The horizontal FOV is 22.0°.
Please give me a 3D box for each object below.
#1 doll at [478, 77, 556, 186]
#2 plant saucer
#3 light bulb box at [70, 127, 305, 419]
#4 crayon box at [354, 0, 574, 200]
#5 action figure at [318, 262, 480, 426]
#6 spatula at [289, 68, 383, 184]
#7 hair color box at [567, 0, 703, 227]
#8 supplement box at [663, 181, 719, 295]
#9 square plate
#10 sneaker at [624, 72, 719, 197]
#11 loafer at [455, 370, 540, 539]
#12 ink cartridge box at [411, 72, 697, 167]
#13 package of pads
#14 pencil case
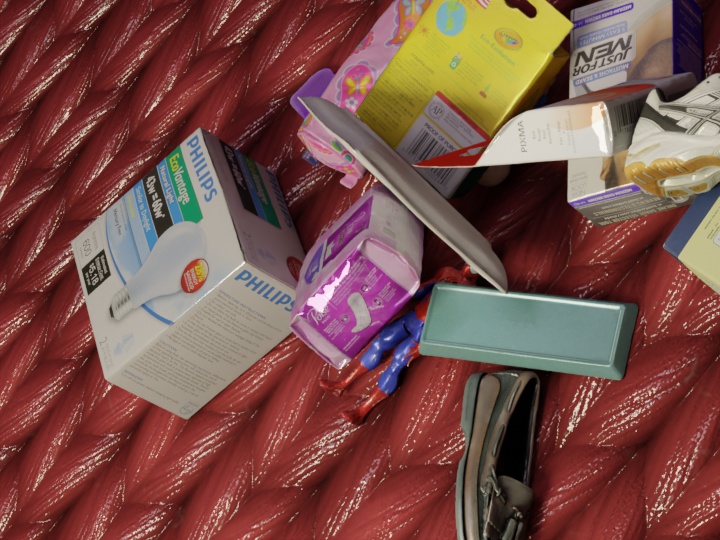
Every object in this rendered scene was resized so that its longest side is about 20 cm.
[{"bbox_3d":[0.118,-0.179,1.760,0.135,0.048,0.203,-4,77,4],"label":"doll"},{"bbox_3d":[0.144,0.050,1.634,0.198,0.019,0.071,7,72,28],"label":"plant saucer"},{"bbox_3d":[-0.169,0.003,1.884,0.200,0.124,0.199,-39,48,19],"label":"light bulb box"},{"bbox_3d":[0.101,-0.182,1.695,0.127,0.051,0.201,43,112,15],"label":"crayon box"},{"bbox_3d":[0.047,0.057,1.722,0.200,0.052,0.066,-45,54,10],"label":"action figure"},{"bbox_3d":[-0.013,-0.145,1.897,0.057,0.021,0.200,-45,50,6],"label":"spatula"},{"bbox_3d":[0.245,-0.150,1.650,0.108,0.065,0.202,-15,61,34],"label":"hair color box"},{"bbox_3d":[0.383,-0.029,1.416,0.201,0.134,0.200,-55,44,5],"label":"supplement box"},{"bbox_3d":[0.040,-0.076,1.645,0.028,0.200,0.198,-46,24,3],"label":"square plate"},{"bbox_3d":[0.287,-0.113,1.396,0.199,0.075,0.089,-3,66,41],"label":"sneaker"},{"bbox_3d":[0.121,0.175,1.585,0.062,0.072,0.202,-14,57,28],"label":"loafer"},{"bbox_3d":[0.163,-0.127,1.556,0.198,0.162,0.051,1,104,37],"label":"ink cartridge box"},{"bbox_3d":[0.000,0.000,1.715,0.121,0.076,0.200,-48,10,14],"label":"package of pads"},{"bbox_3d":[0.020,-0.183,1.832,0.087,0.087,0.201,28,80,45],"label":"pencil case"}]
